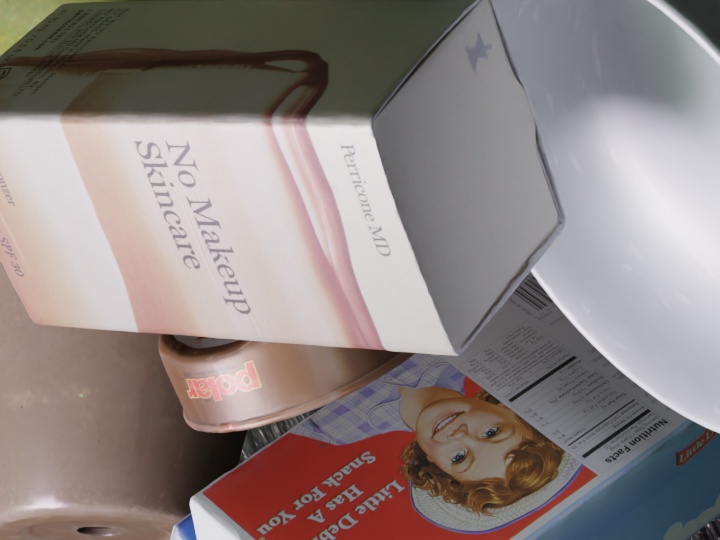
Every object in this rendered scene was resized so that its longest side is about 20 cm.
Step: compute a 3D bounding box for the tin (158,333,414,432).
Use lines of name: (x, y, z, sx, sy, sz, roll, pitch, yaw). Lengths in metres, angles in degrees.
tin: (0.000, 0.000, 0.980, 0.112, 0.200, 0.042, -15, 107, 42)

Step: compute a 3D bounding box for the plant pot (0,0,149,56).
plant pot: (-0.118, -0.115, 1.041, 0.184, 0.201, 0.200, 25, 161, -11)

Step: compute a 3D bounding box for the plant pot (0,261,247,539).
plant pot: (-0.121, 0.043, 1.198, 0.200, 0.199, 0.175, 131, 142, -67)

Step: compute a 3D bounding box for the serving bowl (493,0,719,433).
serving bowl: (0.118, -0.040, 0.856, 0.200, 0.066, 0.200, 43, 156, 25)

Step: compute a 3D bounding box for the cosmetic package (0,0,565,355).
cosmetic package: (-0.041, -0.036, 0.891, 0.199, 0.087, 0.104, 1, 126, 37)

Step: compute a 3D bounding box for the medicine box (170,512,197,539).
medicine box: (0.039, 0.157, 1.135, 0.200, 0.182, 0.103, 48, 157, 15)

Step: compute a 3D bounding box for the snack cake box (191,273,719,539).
snack cake box: (0.047, 0.088, 0.978, 0.115, 0.200, 0.067, 37, 149, 37)
